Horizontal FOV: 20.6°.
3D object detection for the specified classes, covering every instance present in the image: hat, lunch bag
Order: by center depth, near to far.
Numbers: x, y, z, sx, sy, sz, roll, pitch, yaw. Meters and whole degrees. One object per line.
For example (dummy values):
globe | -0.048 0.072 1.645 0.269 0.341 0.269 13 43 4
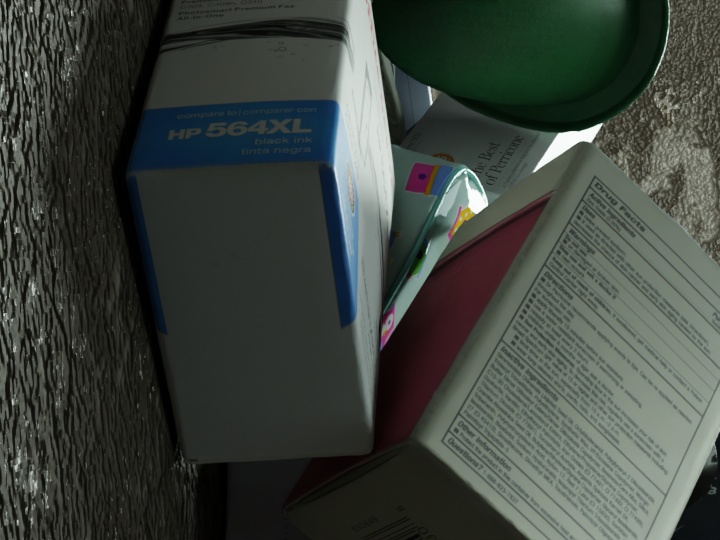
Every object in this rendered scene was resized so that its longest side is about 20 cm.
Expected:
hat | 0.036 -0.119 1.020 0.176 0.200 0.166 -44 155 -48
lunch bag | 0.007 0.036 1.034 0.161 0.077 0.200 -57 154 -22

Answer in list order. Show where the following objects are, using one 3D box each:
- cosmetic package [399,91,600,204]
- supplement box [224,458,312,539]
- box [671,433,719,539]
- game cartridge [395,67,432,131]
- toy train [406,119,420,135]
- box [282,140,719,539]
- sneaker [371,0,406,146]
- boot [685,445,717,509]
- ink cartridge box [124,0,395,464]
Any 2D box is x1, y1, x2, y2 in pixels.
cosmetic package | 0.089 -0.087 1.170 0.200 0.082 0.051 -54 151 -47
supplement box | -0.020 0.163 0.969 0.200 0.061 0.109 74 14 -57
box | 0.155 0.116 1.229 0.200 0.148 0.105 80 8 -51
game cartridge | 0.012 -0.117 1.327 0.133 0.041 0.201 -140 -142 -59
toy train | 0.101 -0.027 1.272 0.200 0.085 0.114 32 26 -45
box | 0.078 0.063 0.891 0.128 0.109 0.200 43 50 -11
sneaker | -0.006 -0.096 1.195 0.085 0.075 0.201 61 27 -73
boot | 0.076 0.137 1.059 0.080 0.157 0.211 62 -38 24
ink cartridge box | -0.036 -0.037 0.845 0.200 0.084 0.146 -84 168 -54
